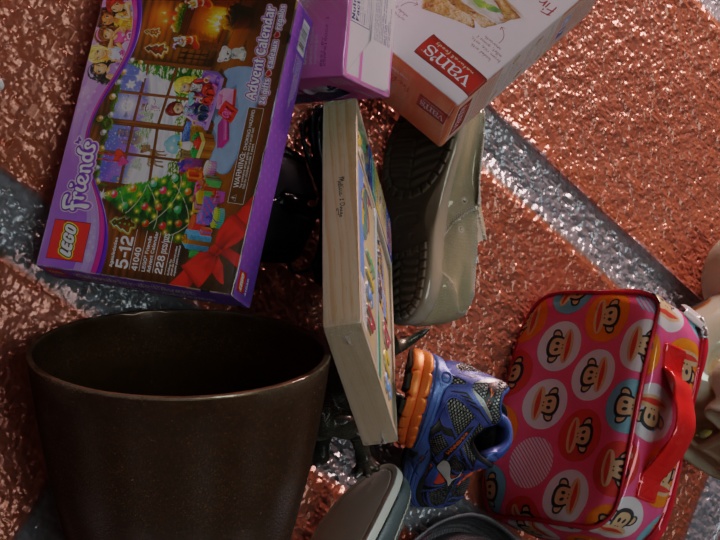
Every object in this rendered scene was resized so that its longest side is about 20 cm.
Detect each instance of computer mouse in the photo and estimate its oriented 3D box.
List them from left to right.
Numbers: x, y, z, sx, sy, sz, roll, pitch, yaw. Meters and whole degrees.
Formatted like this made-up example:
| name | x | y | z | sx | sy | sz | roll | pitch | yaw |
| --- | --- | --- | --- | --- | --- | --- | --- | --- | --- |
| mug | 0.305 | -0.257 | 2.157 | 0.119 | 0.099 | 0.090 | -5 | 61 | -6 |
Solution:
| name | x | y | z | sx | sy | sz | roll | pitch | yaw |
| --- | --- | --- | --- | --- | --- | --- | --- | --- | --- |
| computer mouse | -0.077 | -0.057 | 1.064 | 0.200 | 0.053 | 0.139 | 0 | 88 | -37 |

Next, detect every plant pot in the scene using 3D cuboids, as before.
| name | x | y | z | sx | sy | sz | roll | pitch | yaw |
| --- | --- | --- | --- | --- | --- | --- | --- | --- | --- |
| plant pot | -0.114 | 0.145 | 0.962 | 0.187 | 0.187 | 0.200 | -9 | 107 | -37 |

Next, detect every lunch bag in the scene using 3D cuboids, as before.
| name | x | y | z | sx | sy | sz | roll | pitch | yaw |
| --- | --- | --- | --- | --- | --- | --- | --- | --- | --- |
| lunch bag | 0.189 | 0.113 | 1.177 | 0.082 | 0.176 | 0.200 | 26 | 72 | -33 |

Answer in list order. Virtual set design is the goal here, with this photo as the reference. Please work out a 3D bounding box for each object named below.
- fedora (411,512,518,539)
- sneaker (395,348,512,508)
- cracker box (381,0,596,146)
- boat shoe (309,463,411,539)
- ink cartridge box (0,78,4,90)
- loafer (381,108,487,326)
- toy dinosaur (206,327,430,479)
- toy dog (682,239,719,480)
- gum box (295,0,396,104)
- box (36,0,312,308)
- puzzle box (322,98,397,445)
| name | x | y | z | sx | sy | sz | roll | pitch | yaw |
| --- | --- | --- | --- | --- | --- | --- | --- | --- | --- |
| fedora | 0.091 | 0.286 | 1.146 | 0.177 | 0.090 | 0.200 | 32 | 69 | -31 |
| sneaker | 0.070 | 0.125 | 1.099 | 0.200 | 0.078 | 0.075 | 79 | 22 | -63 |
| cracker box | 0.076 | -0.201 | 1.146 | 0.134 | 0.058 | 0.200 | 40 | 59 | 11 |
| boat shoe | -0.010 | 0.233 | 1.065 | 0.062 | 0.073 | 0.200 | 34 | 73 | -23 |
| ink cartridge box | -0.327 | -0.101 | 0.860 | 0.200 | 0.085 | 0.146 | -47 | 114 | -31 |
| loafer | 0.059 | -0.048 | 1.156 | 0.068 | 0.076 | 0.200 | 25 | 70 | -43 |
| toy dinosaur | -0.007 | 0.081 | 1.095 | 0.200 | 0.077 | 0.102 | -32 | 120 | -30 |
| toy dog | 0.321 | 0.056 | 1.325 | 0.194 | 0.140 | 0.200 | 30 | 67 | 7 |
| gum box | -0.037 | -0.210 | 1.055 | 0.066 | 0.113 | 0.200 | 15 | 78 | -59 |
| box | -0.119 | -0.084 | 0.987 | 0.039 | 0.137 | 0.200 | 47 | 52 | -70 |
| puzzle box | 0.000 | 0.000 | 1.024 | 0.133 | 0.025 | 0.200 | 74 | 12 | -49 |
